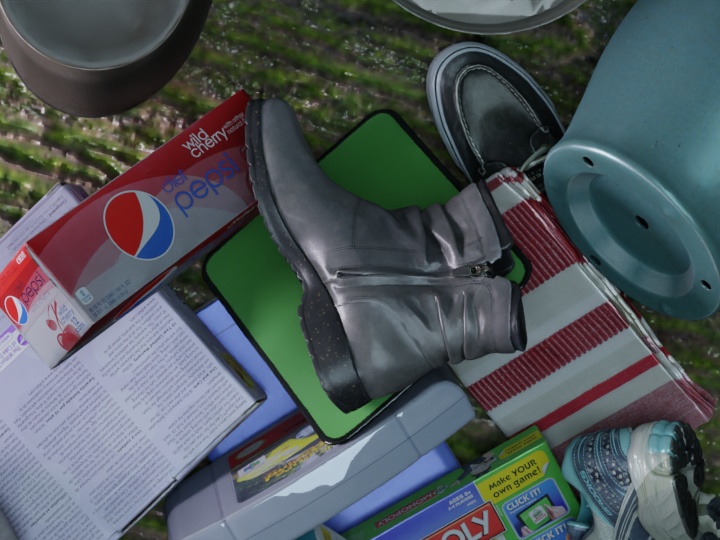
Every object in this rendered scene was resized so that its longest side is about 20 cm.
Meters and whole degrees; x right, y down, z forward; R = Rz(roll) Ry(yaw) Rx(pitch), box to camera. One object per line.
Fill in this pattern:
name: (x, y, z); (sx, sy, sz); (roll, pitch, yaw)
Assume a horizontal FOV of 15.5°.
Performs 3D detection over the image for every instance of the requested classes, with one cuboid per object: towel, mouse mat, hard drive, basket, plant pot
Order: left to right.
basket: (-0.151, -0.176, 1.543); (0.135, 0.200, 0.181); (16, 94, -5)
hard drive: (-0.030, 0.097, 1.663); (0.132, 0.025, 0.201); (-32, 96, 0)
mouse mat: (0.000, 0.000, 1.590); (0.161, 0.200, 0.008); (-41, 136, 1)
towel: (0.110, 0.041, 1.628); (0.200, 0.023, 0.144); (50, 134, -6)
plant pot: (0.214, -0.079, 1.546); (0.200, 0.200, 0.188); (47, 69, -6)

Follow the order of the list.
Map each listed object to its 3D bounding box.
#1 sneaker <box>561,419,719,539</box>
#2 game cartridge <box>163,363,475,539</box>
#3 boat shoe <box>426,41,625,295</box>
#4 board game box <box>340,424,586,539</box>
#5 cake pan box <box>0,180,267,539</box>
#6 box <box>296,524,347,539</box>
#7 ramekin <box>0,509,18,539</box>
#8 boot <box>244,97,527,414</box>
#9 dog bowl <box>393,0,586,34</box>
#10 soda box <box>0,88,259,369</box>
sneaker: (0.176, 0.160, 1.635); (0.086, 0.078, 0.201); (1, 137, 22)
game cartridge: (-0.028, 0.115, 1.584); (0.199, 0.133, 0.041); (-32, 107, -1)
boat shoe: (0.111, -0.054, 1.634); (0.072, 0.071, 0.201); (-34, 96, 0)
board game box: (0.054, 0.203, 1.659); (0.199, 0.029, 0.135); (-29, 113, 0)
cake pan box: (-0.188, 0.079, 1.621); (0.200, 0.052, 0.184); (-44, 84, 4)
box: (0.038, 0.235, 1.608); (0.200, 0.082, 0.049); (35, 101, -21)
ramekin: (-0.290, 0.200, 1.585); (0.199, 0.105, 0.201); (9, 112, 24)
boot: (0.017, -0.026, 1.527); (0.131, 0.070, 0.201); (-22, 77, 8)
dog bowl: (0.076, -0.246, 1.621); (0.199, 0.059, 0.202); (0, 95, -4)
soda box: (-0.125, -0.027, 1.568); (0.063, 0.070, 0.200); (49, 50, 2)
